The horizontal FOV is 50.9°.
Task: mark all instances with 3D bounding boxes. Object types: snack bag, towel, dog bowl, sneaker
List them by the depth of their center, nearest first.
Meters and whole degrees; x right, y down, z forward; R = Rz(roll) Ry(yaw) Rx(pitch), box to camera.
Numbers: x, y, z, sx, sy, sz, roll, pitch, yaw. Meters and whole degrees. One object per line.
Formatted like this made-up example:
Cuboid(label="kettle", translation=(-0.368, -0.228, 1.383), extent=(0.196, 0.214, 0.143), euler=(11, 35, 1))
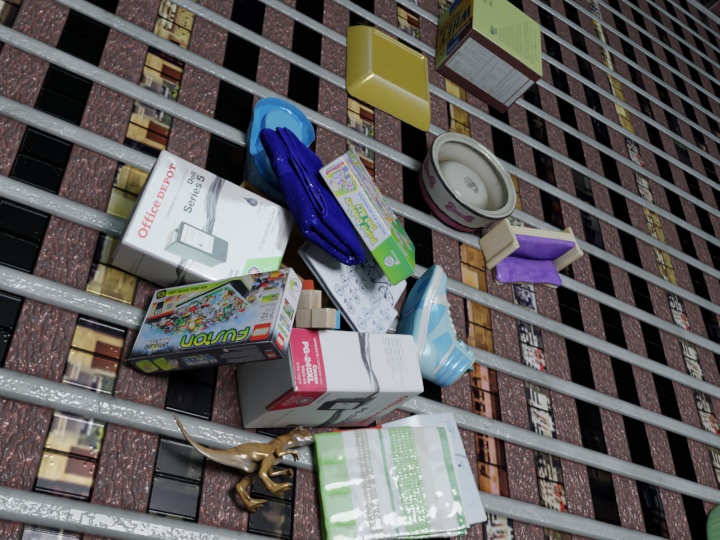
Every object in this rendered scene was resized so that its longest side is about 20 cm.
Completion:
Cuboid(label="towel", translation=(0.038, 0.284, 1.004), extent=(0.198, 0.031, 0.150), euler=(1, 58, -18))
Cuboid(label="towel", translation=(-0.063, -0.110, 1.079), extent=(0.147, 0.049, 0.201), euler=(33, 26, -52))
Cuboid(label="snack bag", translation=(0.000, 0.000, 1.162), extent=(0.189, 0.021, 0.200), euler=(55, 33, -13))
Cuboid(label="sneaker", translation=(0.130, 0.097, 1.203), extent=(0.130, 0.079, 0.201), euler=(31, 56, -15))
Cuboid(label="dog bowl", translation=(-0.131, -0.185, 1.212), extent=(0.111, 0.050, 0.202), euler=(16, 52, -30))
Cuboid(label="dog bowl", translation=(0.196, -0.161, 1.430), extent=(0.199, 0.074, 0.201), euler=(21, 47, -24))

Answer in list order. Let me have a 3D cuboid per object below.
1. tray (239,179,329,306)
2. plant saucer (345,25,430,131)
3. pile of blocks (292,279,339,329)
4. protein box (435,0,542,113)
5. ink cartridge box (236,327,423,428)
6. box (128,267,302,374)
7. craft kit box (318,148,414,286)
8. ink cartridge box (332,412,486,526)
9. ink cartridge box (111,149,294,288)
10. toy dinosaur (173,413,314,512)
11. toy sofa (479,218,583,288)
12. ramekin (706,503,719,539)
Cuboid(label="tray", translation=(-0.119, -0.038, 1.129), extent=(0.199, 0.037, 0.099), euler=(36, 45, -11))
Cuboid(label="plant saucer", translation=(0.067, -0.399, 1.520), extent=(0.199, 0.048, 0.201), euler=(20, 50, -26))
Cuboid(label="pile of blocks", translation=(-0.068, 0.046, 0.991), extent=(0.081, 0.200, 0.063), euler=(3, 84, -23))
Cuboid(label="protein box", translation=(0.289, -0.506, 1.706), extent=(0.199, 0.135, 0.200), euler=(27, 48, -22))
Cuboid(label="ink cartridge box", translation=(-0.038, 0.144, 0.984), extent=(0.199, 0.145, 0.084), euler=(7, 58, -34))
Cuboid(label="box", translation=(-0.173, 0.062, 0.909), extent=(0.035, 0.198, 0.111), euler=(60, 30, -42))
Cuboid(label="craft kit box", translation=(0.016, -0.090, 1.171), extent=(0.201, 0.048, 0.198), euler=(57, 13, -9))
Cuboid(label="ink cartridge box", translation=(0.069, 0.283, 1.044), extent=(0.199, 0.047, 0.161), euler=(5, 58, -38))
Cuboid(label="ink cartridge box", translation=(-0.205, -0.043, 1.000), extent=(0.199, 0.084, 0.147), euler=(25, 62, -18))
Cuboid(label="toy dinosaur", translation=(-0.140, 0.232, 0.919), extent=(0.199, 0.060, 0.107), euler=(9, 42, -46))
Cuboid(label="toy sofa", translation=(0.332, -0.030, 1.445), extent=(0.199, 0.083, 0.098), euler=(4, 58, -36))
Cuboid(label="ramekin", translation=(0.724, 0.503, 1.371), extent=(0.199, 0.098, 0.201), euler=(21, 50, -26))
